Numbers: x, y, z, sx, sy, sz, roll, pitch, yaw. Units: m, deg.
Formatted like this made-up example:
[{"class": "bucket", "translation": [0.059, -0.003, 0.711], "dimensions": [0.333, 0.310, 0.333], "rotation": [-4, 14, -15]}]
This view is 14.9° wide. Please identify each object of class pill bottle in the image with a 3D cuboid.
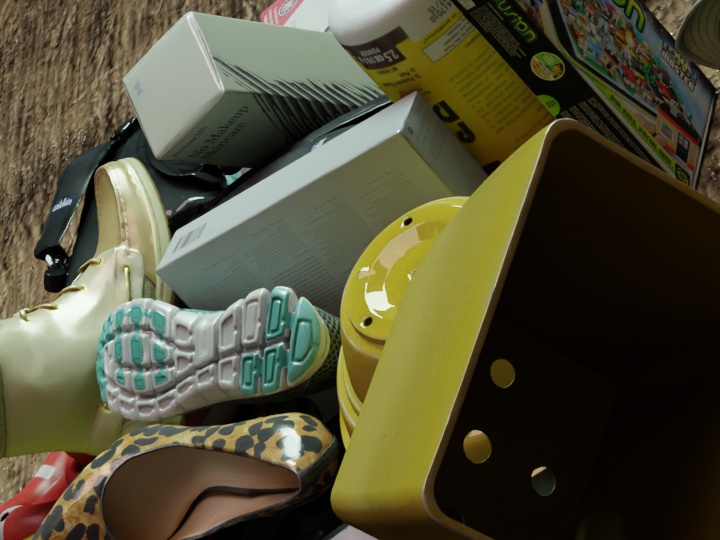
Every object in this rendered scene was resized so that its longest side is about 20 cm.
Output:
[{"class": "pill bottle", "translation": [0.079, -0.116, 1.663], "dimensions": [0.109, 0.200, 0.109], "rotation": [-35, 25, 19]}]

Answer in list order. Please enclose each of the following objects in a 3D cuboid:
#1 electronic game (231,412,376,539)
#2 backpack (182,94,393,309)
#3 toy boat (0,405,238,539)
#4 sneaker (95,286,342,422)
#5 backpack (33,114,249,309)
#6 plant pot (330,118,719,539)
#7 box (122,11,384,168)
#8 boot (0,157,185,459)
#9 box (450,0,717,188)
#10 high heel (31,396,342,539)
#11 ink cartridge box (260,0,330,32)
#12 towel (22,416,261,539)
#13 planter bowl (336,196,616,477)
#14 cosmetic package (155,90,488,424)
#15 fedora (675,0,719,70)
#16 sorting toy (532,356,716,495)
[{"class": "electronic game", "translation": [-0.001, 0.129, 1.588], "dimensions": [0.200, 0.042, 0.200], "rotation": [-37, 17, 13]}, {"class": "backpack", "translation": [-0.029, -0.021, 1.773], "dimensions": [0.200, 0.154, 0.163], "rotation": [-15, 23, 16]}, {"class": "toy boat", "translation": [-0.180, 0.104, 1.802], "dimensions": [0.130, 0.131, 0.200], "rotation": [-10, 40, 52]}, {"class": "sneaker", "translation": [-0.075, 0.055, 1.646], "dimensions": [0.200, 0.091, 0.078], "rotation": [-3, 81, 43]}, {"class": "backpack", "translation": [-0.136, -0.037, 1.972], "dimensions": [0.167, 0.127, 0.200], "rotation": [-26, 26, 11]}, {"class": "plant pot", "translation": [0.098, 0.073, 1.318], "dimensions": [0.176, 0.200, 0.200], "rotation": [-20, 46, 61]}, {"class": "box", "translation": [-0.052, -0.113, 1.821], "dimensions": [0.082, 0.200, 0.068], "rotation": [-42, 61, 35]}, {"class": "boot", "translation": [-0.196, 0.026, 1.741], "dimensions": [0.073, 0.155, 0.200], "rotation": [134, 132, -68]}, {"class": "box", "translation": [0.130, -0.135, 1.613], "dimensions": [0.035, 0.200, 0.110], "rotation": [-26, 30, 35]}, {"class": "high heel", "translation": [-0.107, 0.132, 1.581], "dimensions": [0.200, 0.071, 0.143], "rotation": [-27, 10, -1]}, {"class": "ink cartridge box", "translation": [0.029, -0.195, 2.016], "dimensions": [0.200, 0.085, 0.146], "rotation": [-36, 26, 13]}, {"class": "towel", "translation": [-0.130, 0.149, 1.700], "dimensions": [0.200, 0.018, 0.086], "rotation": [-27, 20, -16]}, {"class": "planter bowl", "translation": [0.051, 0.022, 1.496], "dimensions": [0.200, 0.083, 0.201], "rotation": [-23, 44, 24]}, {"class": "cosmetic package", "translation": [0.000, 0.000, 1.660], "dimensions": [0.200, 0.151, 0.052], "rotation": [-28, 22, 31]}, {"class": "fedora", "translation": [0.266, -0.114, 1.465], "dimensions": [0.200, 0.177, 0.090], "rotation": [-44, 49, 54]}, {"class": "sorting toy", "translation": [0.156, 0.048, 1.478], "dimensions": [0.200, 0.036, 0.185], "rotation": [-35, 25, 20]}]
